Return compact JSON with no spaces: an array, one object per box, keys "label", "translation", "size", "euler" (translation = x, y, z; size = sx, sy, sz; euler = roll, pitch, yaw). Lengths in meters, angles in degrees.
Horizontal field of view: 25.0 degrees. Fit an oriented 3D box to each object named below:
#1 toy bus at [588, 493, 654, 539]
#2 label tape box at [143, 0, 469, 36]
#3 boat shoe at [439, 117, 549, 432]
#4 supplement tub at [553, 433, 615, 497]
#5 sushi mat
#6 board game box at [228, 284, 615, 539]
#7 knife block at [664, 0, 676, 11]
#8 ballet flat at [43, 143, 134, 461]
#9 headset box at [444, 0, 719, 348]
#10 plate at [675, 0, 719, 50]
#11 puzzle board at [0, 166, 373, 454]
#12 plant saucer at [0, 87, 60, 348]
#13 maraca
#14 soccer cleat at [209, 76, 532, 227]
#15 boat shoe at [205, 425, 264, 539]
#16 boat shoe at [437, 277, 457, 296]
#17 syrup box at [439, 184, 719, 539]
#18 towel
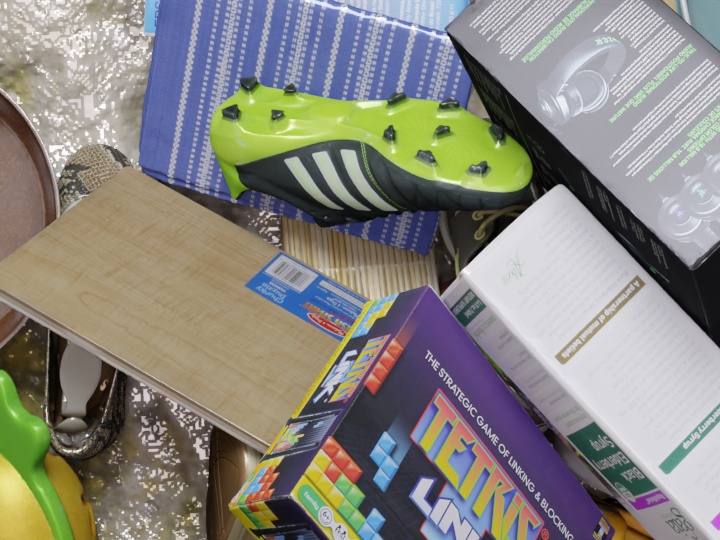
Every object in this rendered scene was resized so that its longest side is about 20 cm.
[{"label":"toy bus","translation":[0.100,0.162,1.031],"size":[0.199,0.078,0.065],"euler":[20,92,-3]},{"label":"label tape box","translation":[-0.029,-0.208,1.015],"size":[0.198,0.066,0.144],"euler":[4,92,1]},{"label":"boat shoe","translation":[0.091,-0.004,0.979],"size":[0.072,0.060,0.203],"euler":[-6,72,-7]},{"label":"supplement tub","translation":[0.214,0.050,1.001],"size":[0.140,0.140,0.201],"euler":[20,92,-4]},{"label":"sushi mat","translation":[0.000,0.000,1.004],"size":[0.095,0.012,0.201],"euler":[-5,64,-2]},{"label":"board game box","translation":[0.042,0.137,0.891],"size":[0.200,0.057,0.166],"euler":[52,49,-20]},{"label":"knife block","translation":[0.117,-0.193,1.008],"size":[0.175,0.064,0.201],"euler":[30,91,-15]},{"label":"ballet flat","translation":[-0.167,0.021,1.011],"size":[0.067,0.075,0.202],"euler":[5,92,-3]},{"label":"headset box","translation":[0.158,-0.062,0.872],"size":[0.093,0.174,0.200],"euler":[-42,66,0]},{"label":"plate","translation":[0.236,-0.147,0.994],"size":[0.025,0.200,0.202],"euler":[-11,95,39]},{"label":"puzzle board","translation":[-0.096,0.021,0.944],"size":[0.199,0.151,0.017],"euler":[29,128,12]},{"label":"plant saucer","translation":[-0.277,-0.033,1.008],"size":[0.199,0.034,0.202],"euler":[0,91,10]},{"label":"maraca","translation":[-0.220,0.144,0.983],"size":[0.136,0.107,0.201],"euler":[15,120,34]},{"label":"soccer cleat","translation":[0.007,-0.059,0.935],"size":[0.199,0.068,0.081],"euler":[12,137,22]},{"label":"boat shoe","translation":[-0.059,0.140,0.974],"size":[0.062,0.200,0.074],"euler":[-1,66,-9]},{"label":"boat shoe","translation":[0.043,0.039,1.031],"size":[0.199,0.070,0.071],"euler":[-14,67,-8]},{"label":"syrup box","translation":[0.142,0.058,0.889],"size":[0.081,0.079,0.200],"euler":[-41,86,-14]},{"label":"towel","translation":[-0.036,-0.098,0.977],"size":[0.199,0.024,0.146],"euler":[17,119,8]}]
